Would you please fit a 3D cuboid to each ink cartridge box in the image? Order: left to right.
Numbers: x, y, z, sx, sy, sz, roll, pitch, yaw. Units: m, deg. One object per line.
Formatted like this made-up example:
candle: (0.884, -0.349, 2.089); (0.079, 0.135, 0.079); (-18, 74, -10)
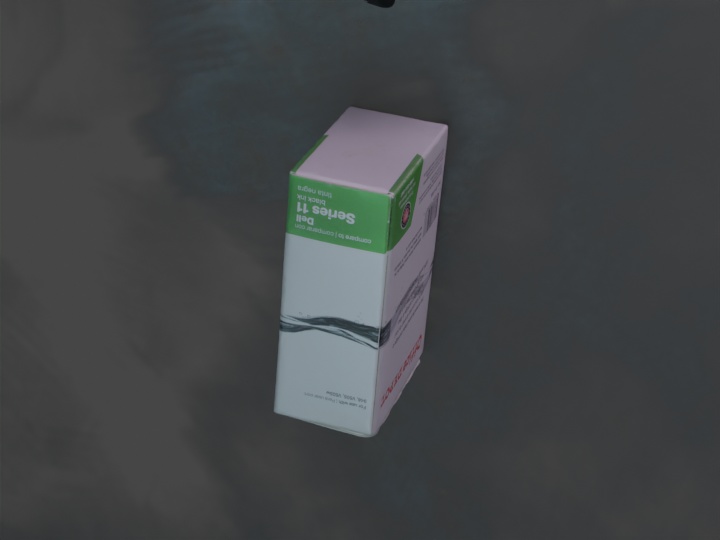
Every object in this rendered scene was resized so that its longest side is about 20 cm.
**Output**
ink cartridge box: (0.000, 0.000, 1.486); (0.083, 0.147, 0.201); (12, 117, 14)

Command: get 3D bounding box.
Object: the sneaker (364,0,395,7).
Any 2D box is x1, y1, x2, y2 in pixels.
sneaker: (0.064, -0.256, 1.398); (0.199, 0.076, 0.088); (-26, 119, 30)
